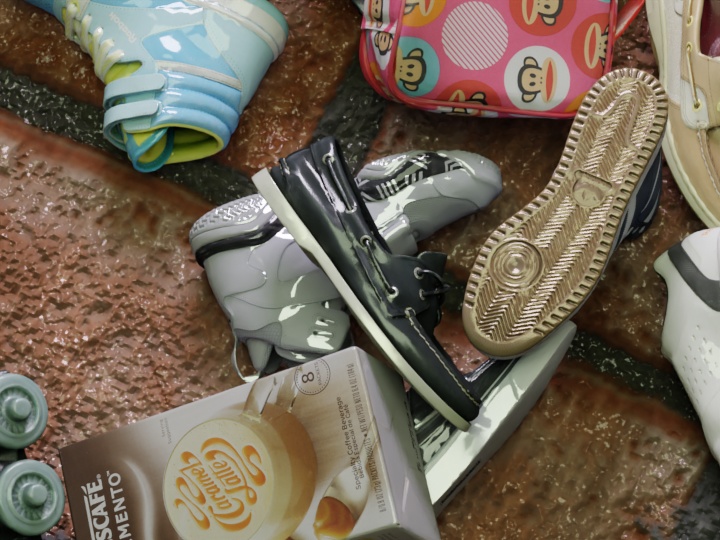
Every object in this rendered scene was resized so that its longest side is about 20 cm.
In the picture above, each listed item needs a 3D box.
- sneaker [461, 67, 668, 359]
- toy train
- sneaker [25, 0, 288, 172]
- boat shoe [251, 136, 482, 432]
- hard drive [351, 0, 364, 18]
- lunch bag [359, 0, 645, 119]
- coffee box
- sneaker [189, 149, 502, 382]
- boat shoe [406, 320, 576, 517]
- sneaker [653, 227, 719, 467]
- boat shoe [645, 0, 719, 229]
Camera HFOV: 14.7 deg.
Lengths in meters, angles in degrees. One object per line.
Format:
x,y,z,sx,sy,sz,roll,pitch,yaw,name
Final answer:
0.129,-0.020,1.720,0.070,0.109,0.200,29,76,12,sneaker
-0.239,0.145,1.658,0.114,0.085,0.201,-7,82,-34,toy train
-0.159,-0.137,1.785,0.200,0.080,0.131,18,71,9,sneaker
0.019,0.003,1.660,0.066,0.075,0.200,-39,73,1,boat shoe
0.082,-0.215,1.822,0.200,0.042,0.135,-33,73,-9,hard drive
0.096,-0.194,1.735,0.176,0.082,0.201,5,96,-17,lunch bag
-0.066,0.135,1.654,0.200,0.080,0.115,-20,69,16,coffee box
0.000,0.000,1.737,0.199,0.075,0.115,-14,73,1,sneaker
0.050,0.093,1.707,0.068,0.072,0.200,40,84,12,boat shoe
0.230,0.069,1.716,0.080,0.074,0.201,-13,77,39,sneaker
0.229,-0.117,1.760,0.074,0.066,0.201,0,68,-31,boat shoe
